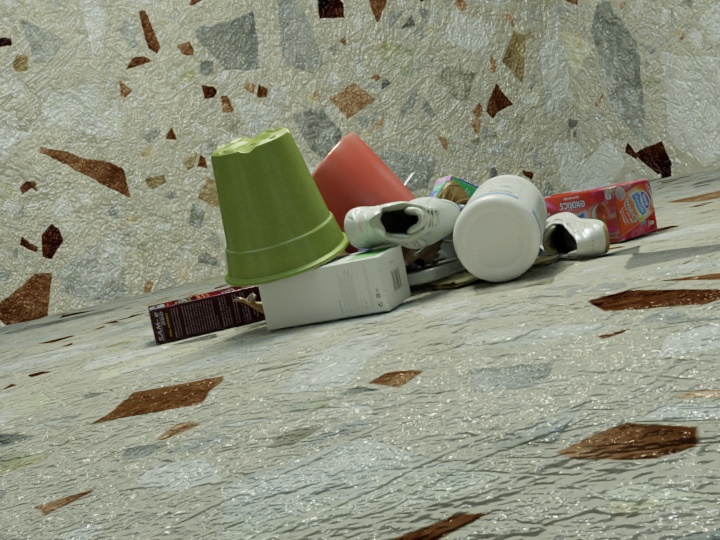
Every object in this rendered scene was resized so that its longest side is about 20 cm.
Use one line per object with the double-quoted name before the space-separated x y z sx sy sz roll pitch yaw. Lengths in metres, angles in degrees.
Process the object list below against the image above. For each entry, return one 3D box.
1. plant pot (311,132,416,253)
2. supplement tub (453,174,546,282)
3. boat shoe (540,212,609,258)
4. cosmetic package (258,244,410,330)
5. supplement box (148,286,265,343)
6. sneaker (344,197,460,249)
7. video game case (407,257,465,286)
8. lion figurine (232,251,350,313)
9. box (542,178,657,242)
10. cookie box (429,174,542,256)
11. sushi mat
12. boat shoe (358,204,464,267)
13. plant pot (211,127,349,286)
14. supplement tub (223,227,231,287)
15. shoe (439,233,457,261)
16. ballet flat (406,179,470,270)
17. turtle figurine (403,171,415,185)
"plant pot" -0.002 -0.104 1.744 0.201 0.177 0.200 -53 -3 -4
"supplement tub" 0.218 -0.068 1.583 0.131 0.133 0.200 -11 11 17
"boat shoe" 0.323 -0.055 1.662 0.069 0.072 0.200 -11 5 -17
"cosmetic package" -0.038 0.026 1.519 0.198 0.086 0.108 -9 8 21
"supplement box" -0.255 0.069 1.740 0.198 0.062 0.109 -14 5 -13
"sneaker" 0.080 -0.070 1.534 0.198 0.079 0.099 -12 2 -32
"video game case" 0.088 0.011 1.725 0.199 0.023 0.182 -14 2 36
"lion figurine" -0.100 0.021 1.683 0.199 0.123 0.073 -34 44 9
"box" 0.416 -0.099 1.828 0.099 0.097 0.199 -15 5 -32
"cookie box" 0.224 -0.097 1.840 0.198 0.076 0.171 22 1 -6
"sushi mat" 0.209 0.002 1.639 0.198 0.012 0.095 -14 5 -25
"boat shoe" 0.090 -0.042 1.638 0.199 0.073 0.072 -27 13 -19
"plant pot" -0.135 -0.104 1.524 0.198 0.192 0.200 -15 17 5
"supplement tub" -0.142 -0.036 1.871 0.198 0.147 0.145 -4 4 -1
"shoe" 0.143 -0.034 1.874 0.090 0.072 0.200 -13 -8 23
"ballet flat" 0.118 -0.058 1.706 0.201 0.072 0.068 -52 -13 -13
"turtle figurine" 0.066 -0.072 2.221 0.192 0.201 0.144 -17 -30 -10
